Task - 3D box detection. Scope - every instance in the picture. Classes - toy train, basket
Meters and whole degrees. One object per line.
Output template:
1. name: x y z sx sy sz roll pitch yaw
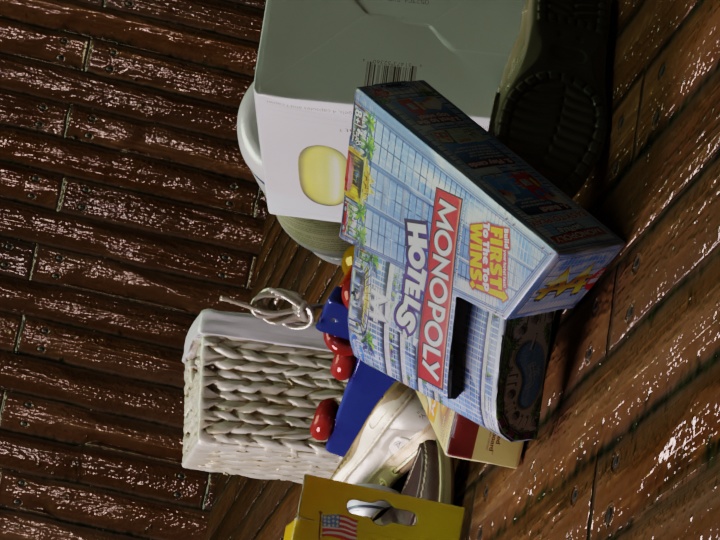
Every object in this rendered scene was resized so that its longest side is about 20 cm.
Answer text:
1. toy train: 0.010 0.113 1.980 0.116 0.085 0.200 -70 -1 -51
2. toy train: 0.000 0.000 1.830 0.085 0.200 0.116 115 170 -58
3. basket: -0.058 0.118 2.091 0.136 0.200 0.124 124 151 -71

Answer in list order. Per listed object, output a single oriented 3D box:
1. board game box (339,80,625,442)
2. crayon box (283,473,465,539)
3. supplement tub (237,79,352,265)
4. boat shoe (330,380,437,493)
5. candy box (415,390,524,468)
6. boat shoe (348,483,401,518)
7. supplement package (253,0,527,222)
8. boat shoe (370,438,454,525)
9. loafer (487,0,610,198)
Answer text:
1. board game box: 0.070 0.003 1.484 0.200 0.062 0.200 27 118 46
2. crayon box: -0.002 0.258 1.691 0.051 0.127 0.200 128 155 -73
3. supplement tub: -0.023 -0.099 2.175 0.200 0.145 0.145 63 -147 -63
4. boat shoe: 0.023 0.161 1.862 0.074 0.069 0.200 -43 -14 -38
5. candy box: 0.084 0.054 1.651 0.200 0.055 0.116 -118 41 -77
6. boat shoe: 0.007 0.246 1.872 0.200 0.073 0.067 92 -174 -53
7. supplement package: 0.028 -0.135 1.730 0.200 0.191 0.147 86 -169 -66
8. boat shoe: 0.021 0.218 1.777 0.072 0.072 0.200 -101 24 -71
9. loafer: 0.126 -0.110 1.567 0.067 0.076 0.200 110 178 -57
